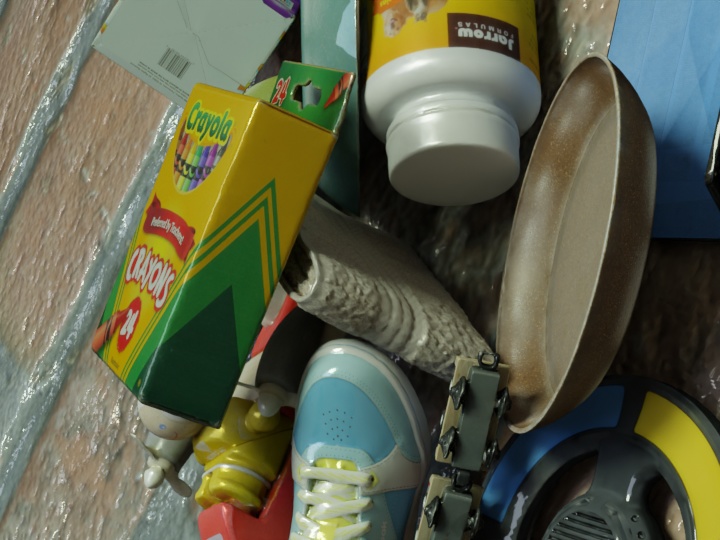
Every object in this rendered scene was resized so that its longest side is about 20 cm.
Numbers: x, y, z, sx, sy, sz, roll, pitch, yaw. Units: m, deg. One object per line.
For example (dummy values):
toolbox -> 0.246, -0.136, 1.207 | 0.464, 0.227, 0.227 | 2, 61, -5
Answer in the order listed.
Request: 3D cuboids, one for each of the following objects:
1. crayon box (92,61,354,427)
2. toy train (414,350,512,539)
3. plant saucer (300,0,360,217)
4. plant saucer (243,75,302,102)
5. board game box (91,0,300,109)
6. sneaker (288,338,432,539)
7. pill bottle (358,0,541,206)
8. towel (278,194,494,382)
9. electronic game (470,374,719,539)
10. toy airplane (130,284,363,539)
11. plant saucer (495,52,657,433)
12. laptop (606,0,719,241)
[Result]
crayon box -> -0.079, -0.028, 0.901 | 0.200, 0.051, 0.127 | -68, 23, 1
toy train -> 0.047, 0.137, 0.884 | 0.046, 0.034, 0.200 | -86, 8, -78
plant saucer -> -0.019, -0.134, 1.053 | 0.200, 0.036, 0.201 | 0, -90, -90
plant saucer -> -0.091, -0.049, 1.117 | 0.200, 0.031, 0.200 | 24, -90, -88
board game box -> -0.101, -0.203, 1.170 | 0.103, 0.105, 0.200 | -52, 12, 25
sneaker -> -0.013, 0.147, 0.882 | 0.079, 0.131, 0.200 | 4, 115, 16
pill bottle -> 0.053, -0.145, 0.999 | 0.109, 0.109, 0.200 | -29, 53, 44
towel -> 0.000, 0.000, 0.956 | 0.035, 0.132, 0.200 | -58, 25, 11
electronic game -> 0.120, 0.151, 0.830 | 0.200, 0.042, 0.200 | -27, 54, 45
toy airplane -> -0.071, 0.078, 1.025 | 0.200, 0.141, 0.199 | -68, 28, 18
plant saucer -> 0.113, -0.012, 0.850 | 0.200, 0.032, 0.201 | -168, 90, -83
laptop -> 0.160, -0.118, 0.843 | 0.116, 0.200, 0.188 | 10, 82, 21
